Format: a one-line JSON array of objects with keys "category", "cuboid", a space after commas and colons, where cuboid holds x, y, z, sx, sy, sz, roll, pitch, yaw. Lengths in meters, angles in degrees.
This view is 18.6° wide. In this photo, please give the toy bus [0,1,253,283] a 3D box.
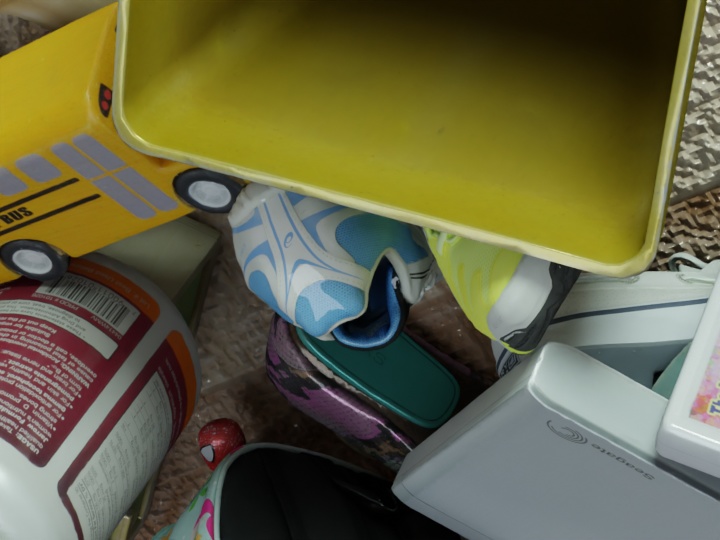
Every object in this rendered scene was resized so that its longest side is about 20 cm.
[{"category": "toy bus", "cuboid": [-0.119, -0.052, 0.903, 0.199, 0.065, 0.078, -19, 136, 38]}]

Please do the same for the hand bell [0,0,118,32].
[{"category": "hand bell", "cuboid": [-0.071, -0.085, 0.953, 0.104, 0.104, 0.200, -27, 119, 35]}]

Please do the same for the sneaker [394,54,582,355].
[{"category": "sneaker", "cuboid": [0.038, -0.036, 0.844, 0.076, 0.200, 0.076, 23, 113, -18]}]

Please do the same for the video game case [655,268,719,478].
[{"category": "video game case", "cuboid": [0.222, 0.018, 0.805, 0.181, 0.201, 0.024, 20, 145, 10]}]

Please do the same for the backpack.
[{"category": "backpack", "cuboid": [-0.019, 0.182, 0.977, 0.177, 0.201, 0.151, 22, 129, -28]}]

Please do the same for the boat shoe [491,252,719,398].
[{"category": "boat shoe", "cuboid": [0.149, 0.019, 0.919, 0.200, 0.086, 0.075, -5, 133, -8]}]

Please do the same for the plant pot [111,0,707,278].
[{"category": "plant pot", "cuboid": [0.042, -0.144, 0.782, 0.199, 0.177, 0.201, 15, 120, 14]}]

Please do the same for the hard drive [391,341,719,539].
[{"category": "hard drive", "cuboid": [0.096, 0.092, 0.876, 0.131, 0.027, 0.200, 29, 159, -4]}]

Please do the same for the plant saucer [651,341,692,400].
[{"category": "plant saucer", "cuboid": [0.210, 0.077, 0.895, 0.199, 0.039, 0.202, -5, 134, -5]}]

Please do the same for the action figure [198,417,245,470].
[{"category": "action figure", "cuboid": [-0.055, 0.156, 1.109, 0.051, 0.066, 0.201, 2, 125, 13]}]

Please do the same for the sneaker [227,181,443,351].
[{"category": "sneaker", "cuboid": [0.000, 0.000, 0.901, 0.071, 0.200, 0.073, -21, 82, 15]}]

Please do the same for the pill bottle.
[{"category": "pill bottle", "cuboid": [-0.152, 0.085, 0.920, 0.109, 0.200, 0.110, 12, 126, 17]}]

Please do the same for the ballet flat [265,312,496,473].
[{"category": "ballet flat", "cuboid": [0.040, 0.081, 1.022, 0.199, 0.069, 0.071, 34, 148, 5]}]

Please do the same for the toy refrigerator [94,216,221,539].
[{"category": "toy refrigerator", "cuboid": [-0.126, 0.065, 1.073, 0.070, 0.076, 0.201, 24, 128, 7]}]
